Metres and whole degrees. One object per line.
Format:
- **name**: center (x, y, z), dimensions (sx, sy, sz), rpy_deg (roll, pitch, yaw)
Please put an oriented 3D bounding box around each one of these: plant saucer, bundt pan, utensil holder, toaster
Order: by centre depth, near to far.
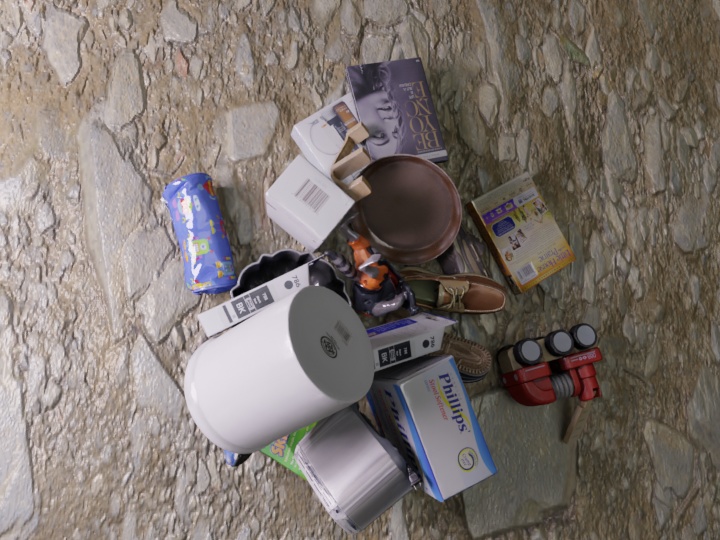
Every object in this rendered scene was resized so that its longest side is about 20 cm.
- **utensil holder**: center (-0.106, 0.132, 0.724), dimensions (0.170, 0.200, 0.171), rpy_deg (34, 40, -34)
- **toaster**: center (-0.008, 0.297, 0.821), dimensions (0.129, 0.200, 0.114), rpy_deg (-39, 133, -10)
- **bundt pan**: center (-0.118, 0.069, 0.903), dimensions (0.201, 0.076, 0.203), rpy_deg (2, 81, -13)
- **plant saucer**: center (0.077, -0.107, 0.946), dimensions (0.200, 0.200, 0.032), rpy_deg (39, 31, -6)

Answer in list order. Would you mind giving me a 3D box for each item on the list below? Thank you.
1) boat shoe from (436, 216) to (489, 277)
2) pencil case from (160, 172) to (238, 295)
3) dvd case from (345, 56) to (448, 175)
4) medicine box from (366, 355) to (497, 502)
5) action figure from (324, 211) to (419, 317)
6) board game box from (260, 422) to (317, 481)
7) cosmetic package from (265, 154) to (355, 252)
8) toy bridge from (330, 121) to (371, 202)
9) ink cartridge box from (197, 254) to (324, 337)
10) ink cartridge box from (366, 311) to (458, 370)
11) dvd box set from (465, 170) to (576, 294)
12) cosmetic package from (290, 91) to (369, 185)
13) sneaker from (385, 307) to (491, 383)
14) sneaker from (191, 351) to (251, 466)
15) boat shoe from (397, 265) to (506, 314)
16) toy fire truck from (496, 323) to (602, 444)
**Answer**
- **boat shoe**: center (0.185, -0.033, 1.003), dimensions (0.073, 0.074, 0.201), rpy_deg (-22, 96, -26)
- **pencil case**: center (-0.262, -0.057, 0.884), dimensions (0.086, 0.078, 0.201), rpy_deg (-16, 86, -8)
- **dvd case**: center (0.066, -0.280, 0.980), dimensions (0.148, 0.016, 0.201), rpy_deg (-14, 87, -17)
- **medicine box**: center (0.099, 0.239, 0.867), dimensions (0.102, 0.200, 0.183), rpy_deg (-21, 87, -17)
- **action figure**: center (0.000, 0.000, 0.893), dimensions (0.104, 0.194, 0.200), rpy_deg (-32, 48, -13)
- **board game box**: center (-0.084, 0.293, 0.905), dimensions (0.200, 0.030, 0.096), rpy_deg (36, 75, -9)
- **cosmetic package**: center (-0.086, -0.098, 0.870), dimensions (0.113, 0.200, 0.081), rpy_deg (39, 80, -3)
- **toy bridge**: center (-0.016, -0.173, 0.883), dimensions (0.067, 0.201, 0.027), rpy_deg (-29, 125, 22)
- **ink cartridge box**: center (-0.141, 0.040, 0.811), dimensions (0.199, 0.099, 0.039), rpy_deg (-27, 89, -15)
- **ink cartridge box**: center (0.049, 0.113, 0.855), dimensions (0.199, 0.099, 0.039), rpy_deg (-14, 101, -25)
- **dvd box set**: center (0.312, -0.074, 1.053), dimensions (0.146, 0.029, 0.201), rpy_deg (-29, 89, -16)
- **cosmetic package**: center (-0.002, -0.241, 0.991), dimensions (0.200, 0.052, 0.151), rpy_deg (-36, 94, -16)
- **sneaker**: center (0.138, 0.137, 0.969), dimensions (0.199, 0.109, 0.070), rpy_deg (26, 77, 22)
- **sneaker**: center (-0.220, 0.209, 0.861), dimensions (0.089, 0.079, 0.201), rpy_deg (-20, 72, 8)
- **boat shoe**: center (0.148, 0.043, 0.937), dimensions (0.199, 0.074, 0.076), rpy_deg (7, 105, 14)
- **toy fire truck**: center (0.355, 0.217, 0.989), dimensions (0.175, 0.129, 0.201), rpy_deg (-12, 75, -15)
